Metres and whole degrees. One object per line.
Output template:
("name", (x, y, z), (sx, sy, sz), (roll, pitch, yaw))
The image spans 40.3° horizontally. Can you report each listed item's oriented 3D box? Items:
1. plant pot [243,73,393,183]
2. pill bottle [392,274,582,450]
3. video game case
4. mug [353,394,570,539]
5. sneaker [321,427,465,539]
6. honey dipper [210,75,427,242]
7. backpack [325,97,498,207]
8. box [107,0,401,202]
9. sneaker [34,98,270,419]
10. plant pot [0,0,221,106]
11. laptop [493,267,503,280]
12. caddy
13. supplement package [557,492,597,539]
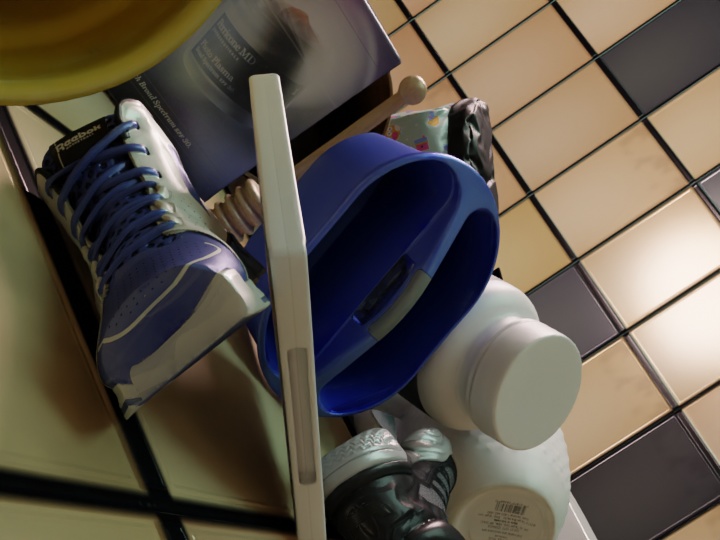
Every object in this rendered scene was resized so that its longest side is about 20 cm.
("plant pot", (-0.075, -0.162, 1.018), (0.188, 0.186, 0.200), (56, -10, -3))
("pill bottle", (0.072, 0.054, 0.774), (0.199, 0.120, 0.120), (29, -17, 49))
("video game case", (-0.037, 0.023, 0.510), (0.144, 0.018, 0.202), (-102, -172, -49))
("mug", (0.085, 0.157, 0.841), (0.197, 0.149, 0.176), (24, 21, -13))
("sneaker", (0.035, 0.167, 0.633), (0.115, 0.075, 0.200), (60, 12, 20))
("honey dipper", (-0.033, -0.088, 0.757), (0.038, 0.199, 0.038), (54, 7, -10))
("backpack", (0.052, -0.116, 1.137), (0.126, 0.197, 0.170), (20, 66, -67))
("box", (-0.106, -0.198, 0.747), (0.201, 0.197, 0.124), (53, 7, -29))
("sneaker", (-0.105, -0.014, 0.448), (0.116, 0.080, 0.199), (52, 0, -10))
("plant pot", (-0.157, -0.188, 0.404), (0.202, 0.200, 0.189), (53, -8, -33))
("laptop", (0.134, 0.127, 1.114), (0.178, 0.101, 0.203), (-80, 157, -71))
("caddy", (0.007, 0.005, 0.672), (0.141, 0.201, 0.105), (40, 1, -35))
("supplement package", (0.166, 0.275, 0.900), (0.118, 0.116, 0.200), (57, 6, -19))
